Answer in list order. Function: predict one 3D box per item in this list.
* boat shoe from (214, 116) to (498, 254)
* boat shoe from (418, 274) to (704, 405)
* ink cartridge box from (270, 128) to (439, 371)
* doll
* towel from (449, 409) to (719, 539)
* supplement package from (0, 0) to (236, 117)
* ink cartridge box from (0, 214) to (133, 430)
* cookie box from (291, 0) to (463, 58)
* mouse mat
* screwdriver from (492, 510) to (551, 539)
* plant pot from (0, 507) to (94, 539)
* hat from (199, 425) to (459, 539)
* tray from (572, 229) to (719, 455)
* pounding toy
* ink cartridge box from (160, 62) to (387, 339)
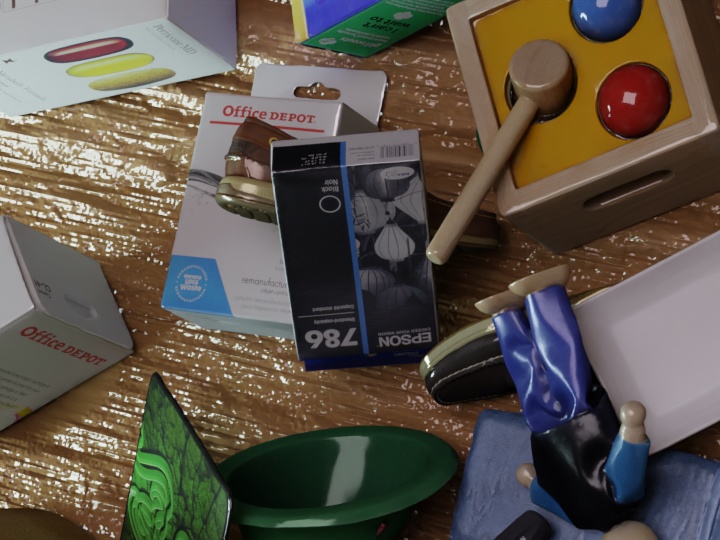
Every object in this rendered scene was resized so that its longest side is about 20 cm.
[{"bbox_3d":[0.004,-0.055,1.726,0.199,0.072,0.068,13,82,-14],"label":"boat shoe"},{"bbox_3d":[0.133,0.057,1.682,0.199,0.073,0.065,-20,63,20],"label":"boat shoe"},{"bbox_3d":[0.000,0.000,1.687,0.099,0.201,0.039,-6,40,3],"label":"ink cartridge box"},{"bbox_3d":[0.138,0.101,1.603,0.136,0.048,0.201,-29,79,54],"label":"doll"},{"bbox_3d":[0.159,0.161,1.656,0.199,0.048,0.112,14,83,27],"label":"towel"},{"bbox_3d":[-0.203,-0.198,1.890,0.199,0.114,0.110,-10,71,24],"label":"supplement package"},{"bbox_3d":[-0.286,0.058,1.843,0.199,0.147,0.086,-31,66,14],"label":"ink cartridge box"},{"bbox_3d":[0.036,-0.263,1.779,0.199,0.075,0.173,-25,65,43],"label":"cookie box"},{"bbox_3d":[-0.128,0.178,1.722,0.200,0.007,0.162,-129,48,-61],"label":"mouse mat"},{"bbox_3d":[0.047,0.222,1.606,0.200,0.029,0.028,-40,21,-20],"label":"screwdriver"},{"bbox_3d":[-0.293,0.243,1.764,0.185,0.200,0.188,-7,74,26],"label":"plant pot"},{"bbox_3d":[-0.022,0.216,1.718,0.198,0.166,0.177,-6,106,6],"label":"hat"},{"bbox_3d":[0.241,0.029,1.632,0.199,0.022,0.108,-27,82,-2],"label":"tray"},{"bbox_3d":[0.137,-0.105,1.684,0.199,0.142,0.185,-22,67,19],"label":"pounding toy"},{"bbox_3d":[-0.059,-0.058,1.809,0.115,0.068,0.202,6,78,27],"label":"ink cartridge box"}]
